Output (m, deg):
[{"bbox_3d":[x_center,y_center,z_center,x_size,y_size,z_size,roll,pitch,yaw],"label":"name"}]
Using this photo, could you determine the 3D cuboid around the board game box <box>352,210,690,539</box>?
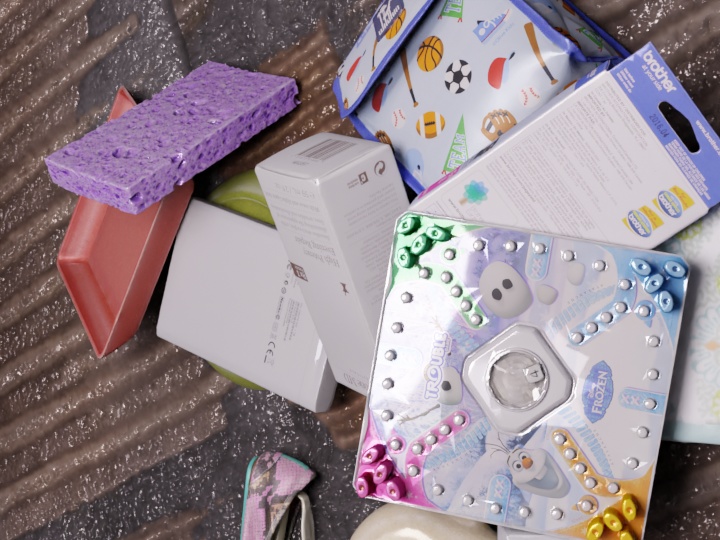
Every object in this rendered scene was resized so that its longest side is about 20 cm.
[{"bbox_3d":[0.104,0.073,0.903,0.199,0.026,0.201,10,93,11],"label":"board game box"}]

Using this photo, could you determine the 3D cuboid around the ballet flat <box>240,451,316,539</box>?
[{"bbox_3d":[-0.078,0.258,1.175,0.071,0.069,0.201,15,99,18],"label":"ballet flat"}]

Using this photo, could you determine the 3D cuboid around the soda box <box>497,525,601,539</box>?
[{"bbox_3d":[0.130,0.278,0.945,0.068,0.064,0.201,1,89,0],"label":"soda box"}]

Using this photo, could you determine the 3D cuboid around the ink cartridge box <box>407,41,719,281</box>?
[{"bbox_3d":[0.146,-0.054,0.915,0.200,0.042,0.119,-35,98,24],"label":"ink cartridge box"}]

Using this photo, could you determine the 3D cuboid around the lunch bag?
[{"bbox_3d":[0.077,-0.152,1.013,0.170,0.124,0.200,-54,55,24],"label":"lunch bag"}]

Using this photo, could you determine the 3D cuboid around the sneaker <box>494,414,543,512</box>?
[{"bbox_3d":[0.120,0.083,0.980,0.075,0.115,0.201,-17,79,36],"label":"sneaker"}]

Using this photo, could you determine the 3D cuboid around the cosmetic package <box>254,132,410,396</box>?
[{"bbox_3d":[0.000,0.000,1.033,0.102,0.074,0.200,19,133,58],"label":"cosmetic package"}]

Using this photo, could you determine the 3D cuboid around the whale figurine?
[{"bbox_3d":[0.087,0.238,1.033,0.199,0.104,0.160,0,90,14],"label":"whale figurine"}]

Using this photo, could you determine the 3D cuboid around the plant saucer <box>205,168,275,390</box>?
[{"bbox_3d":[-0.100,0.008,1.210,0.200,0.031,0.201,0,90,38],"label":"plant saucer"}]

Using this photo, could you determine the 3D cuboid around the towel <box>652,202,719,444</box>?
[{"bbox_3d":[0.252,0.035,0.922,0.200,0.048,0.172,0,87,38],"label":"towel"}]

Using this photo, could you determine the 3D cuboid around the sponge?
[{"bbox_3d":[-0.158,-0.120,1.161,0.111,0.200,0.030,20,135,38],"label":"sponge"}]

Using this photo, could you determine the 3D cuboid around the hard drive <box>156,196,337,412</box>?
[{"bbox_3d":[-0.090,0.026,1.165,0.200,0.027,0.132,21,102,37],"label":"hard drive"}]

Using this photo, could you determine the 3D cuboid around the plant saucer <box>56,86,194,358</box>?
[{"bbox_3d":[-0.219,-0.046,1.265,0.200,0.037,0.200,49,120,53],"label":"plant saucer"}]
